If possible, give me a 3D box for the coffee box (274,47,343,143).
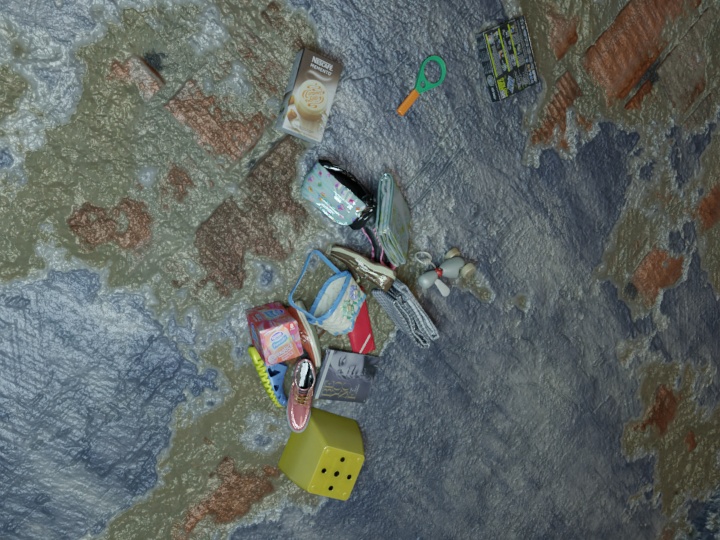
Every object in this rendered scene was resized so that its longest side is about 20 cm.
[{"bbox_3d":[-0.133,-0.446,1.400,0.112,0.079,0.205,15,95,-25],"label":"coffee box"}]

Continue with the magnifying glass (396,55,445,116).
[{"bbox_3d":[0.171,-0.524,1.549,0.079,0.022,0.201,41,81,-25],"label":"magnifying glass"}]

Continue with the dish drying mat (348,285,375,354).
[{"bbox_3d":[-0.007,0.153,1.609,0.075,0.018,0.205,-17,107,-18],"label":"dish drying mat"}]

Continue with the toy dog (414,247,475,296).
[{"bbox_3d":[0.250,0.012,1.652,0.195,0.134,0.097,-5,142,-17],"label":"toy dog"}]

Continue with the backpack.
[{"bbox_3d":[-0.059,-0.199,1.439,0.198,0.167,0.128,37,94,-10],"label":"backpack"}]

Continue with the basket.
[{"bbox_3d":[-0.089,0.065,1.478,0.198,0.138,0.179,36,57,-20],"label":"basket"}]

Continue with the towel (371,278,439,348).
[{"bbox_3d":[0.127,0.119,1.580,0.085,0.165,0.201,-38,112,-4],"label":"towel"}]

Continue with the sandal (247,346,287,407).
[{"bbox_3d":[-0.237,0.286,1.504,0.086,0.079,0.204,-26,115,-20],"label":"sandal"}]

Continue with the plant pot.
[{"bbox_3d":[-0.097,0.538,1.561,0.197,0.176,0.204,23,91,-24],"label":"plant pot"}]

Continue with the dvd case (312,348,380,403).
[{"bbox_3d":[-0.041,0.313,1.603,0.197,0.016,0.152,15,98,-36],"label":"dvd case"}]

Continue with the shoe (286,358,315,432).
[{"bbox_3d":[-0.165,0.345,1.506,0.069,0.091,0.206,7,78,-7],"label":"shoe"}]

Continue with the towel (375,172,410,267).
[{"bbox_3d":[0.090,-0.137,1.496,0.172,0.047,0.204,57,35,-51],"label":"towel"}]

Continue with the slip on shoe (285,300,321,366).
[{"bbox_3d":[-0.158,0.182,1.528,0.060,0.074,0.204,-19,110,6],"label":"slip on shoe"}]

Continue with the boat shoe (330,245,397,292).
[{"bbox_3d":[-0.001,-0.001,1.509,0.198,0.075,0.076,24,85,11],"label":"boat shoe"}]

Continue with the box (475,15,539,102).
[{"bbox_3d":[0.442,-0.632,1.629,0.158,0.044,0.204,-27,110,-15],"label":"box"}]

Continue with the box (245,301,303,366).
[{"bbox_3d":[-0.228,0.159,1.415,0.100,0.199,0.097,-14,106,-18],"label":"box"}]

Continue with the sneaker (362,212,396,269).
[{"bbox_3d":[0.060,-0.085,1.548,0.077,0.095,0.205,-21,107,-15],"label":"sneaker"}]
